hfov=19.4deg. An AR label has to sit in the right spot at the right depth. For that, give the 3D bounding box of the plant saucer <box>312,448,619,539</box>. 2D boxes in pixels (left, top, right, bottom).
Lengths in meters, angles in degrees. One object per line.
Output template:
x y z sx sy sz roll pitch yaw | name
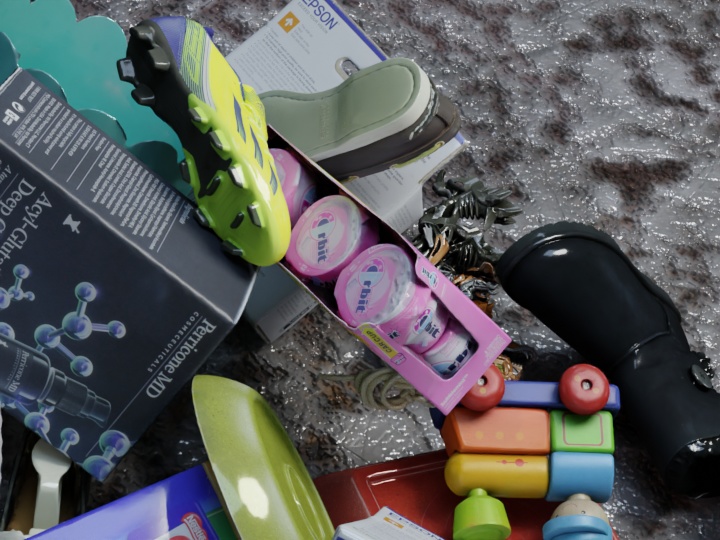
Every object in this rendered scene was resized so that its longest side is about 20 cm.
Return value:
0.089 0.188 1.381 0.198 0.037 0.201 -9 50 -23 | plant saucer

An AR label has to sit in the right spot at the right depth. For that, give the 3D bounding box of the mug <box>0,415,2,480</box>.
-0.310 0.125 1.234 0.198 0.176 0.148 -4 46 -12 | mug

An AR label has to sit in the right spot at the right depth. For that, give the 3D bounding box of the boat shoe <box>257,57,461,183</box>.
-0.025 -0.089 1.448 0.060 0.200 0.072 34 54 -44 | boat shoe

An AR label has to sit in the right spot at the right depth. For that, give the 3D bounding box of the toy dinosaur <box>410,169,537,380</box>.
0.049 0.001 1.519 0.200 0.102 0.136 46 66 0 | toy dinosaur

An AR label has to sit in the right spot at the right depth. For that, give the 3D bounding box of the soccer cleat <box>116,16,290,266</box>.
-0.083 -0.088 1.339 0.083 0.065 0.201 -7 52 -37 | soccer cleat

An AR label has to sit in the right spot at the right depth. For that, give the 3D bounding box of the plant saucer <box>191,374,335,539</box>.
-0.045 0.149 1.275 0.031 0.200 0.201 -25 51 4 | plant saucer

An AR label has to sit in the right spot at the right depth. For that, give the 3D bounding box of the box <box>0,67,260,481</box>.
-0.187 0.003 1.309 0.199 0.149 0.107 37 23 -9 | box

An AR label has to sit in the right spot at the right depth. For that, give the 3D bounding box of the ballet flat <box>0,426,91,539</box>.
-0.202 0.167 1.300 0.067 0.069 0.201 4 46 -8 | ballet flat

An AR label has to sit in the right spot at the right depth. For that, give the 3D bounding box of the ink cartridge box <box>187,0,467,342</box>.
-0.049 -0.081 1.526 0.200 0.041 0.200 -39 60 -2 | ink cartridge box

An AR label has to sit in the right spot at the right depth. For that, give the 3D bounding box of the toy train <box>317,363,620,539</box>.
0.070 0.126 1.366 0.198 0.085 0.117 2 63 -6 | toy train

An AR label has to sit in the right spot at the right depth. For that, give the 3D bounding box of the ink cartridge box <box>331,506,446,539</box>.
0.077 0.207 1.246 0.198 0.041 0.200 27 1 9 | ink cartridge box

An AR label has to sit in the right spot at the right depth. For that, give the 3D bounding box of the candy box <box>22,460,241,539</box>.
-0.138 0.227 1.212 0.199 0.077 0.170 -21 80 -32 | candy box

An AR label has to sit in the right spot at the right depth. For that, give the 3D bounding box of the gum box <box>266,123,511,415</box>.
0.000 0.000 1.343 0.066 0.113 0.200 -48 44 0 | gum box

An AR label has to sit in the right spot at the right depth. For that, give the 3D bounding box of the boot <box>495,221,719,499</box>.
0.192 0.066 1.451 0.200 0.076 0.169 30 25 -45 | boot

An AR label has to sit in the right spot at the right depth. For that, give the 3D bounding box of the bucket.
-0.205 -0.088 1.442 0.206 0.135 0.207 31 17 -10 | bucket
